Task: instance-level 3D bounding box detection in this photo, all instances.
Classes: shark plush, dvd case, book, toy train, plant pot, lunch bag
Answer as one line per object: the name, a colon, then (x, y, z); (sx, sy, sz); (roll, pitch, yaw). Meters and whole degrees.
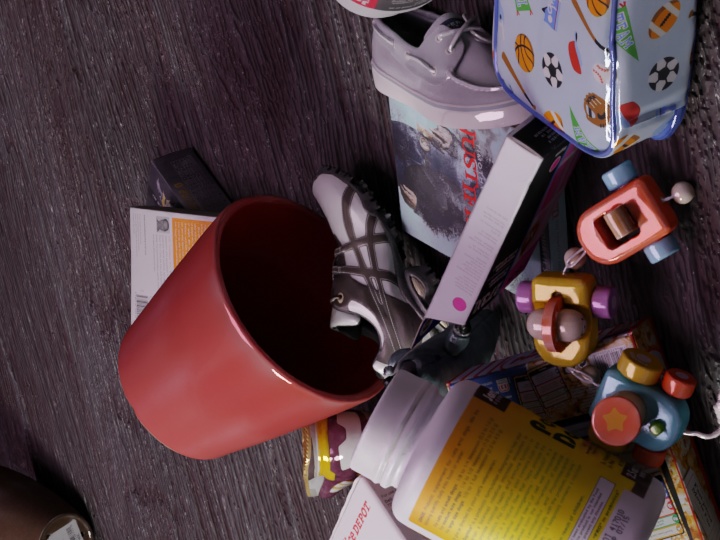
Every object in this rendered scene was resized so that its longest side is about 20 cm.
shark plush: (0.053, 0.061, 1.452); (0.091, 0.200, 0.083); (42, 100, 24)
dvd case: (0.088, -0.065, 1.478); (0.200, 0.022, 0.146); (31, 135, 48)
book: (-0.139, 0.012, 1.817); (0.200, 0.048, 0.134); (7, 99, 41)
toy train: (0.180, 0.038, 1.291); (0.150, 0.056, 0.200); (-27, 90, 31)
plant pot: (-0.458, 0.365, 2.647); (0.200, 0.187, 0.187); (0, 111, 46)
lunch bag: (0.144, -0.184, 1.234); (0.160, 0.075, 0.200); (46, 145, 45)
plant pot: (-0.100, 0.061, 1.662); (0.177, 0.200, 0.201); (-35, 77, 36)

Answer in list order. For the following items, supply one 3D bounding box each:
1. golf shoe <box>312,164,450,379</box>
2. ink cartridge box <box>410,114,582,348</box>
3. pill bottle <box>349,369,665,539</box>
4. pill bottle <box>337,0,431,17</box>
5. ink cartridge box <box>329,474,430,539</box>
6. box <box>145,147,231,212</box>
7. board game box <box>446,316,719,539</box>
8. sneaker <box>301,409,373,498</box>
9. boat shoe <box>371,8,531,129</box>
golf shoe: (0.000, 0.000, 1.592); (0.200, 0.094, 0.078); (54, 178, 28)
ink cartridge box: (0.100, -0.029, 1.356); (0.037, 0.095, 0.200); (36, 130, 13)
pill bottle: (0.097, 0.147, 1.316); (0.200, 0.109, 0.109); (28, 142, 7)
pill bottle: (0.024, -0.242, 1.342); (0.111, 0.111, 0.200); (65, 170, 6)
ink cartridge box: (0.068, 0.275, 1.696); (0.200, 0.084, 0.145); (55, 150, 23)
box: (-0.147, 0.003, 1.926); (0.200, 0.048, 0.158); (53, 150, 26)
board game box: (0.166, 0.150, 1.386); (0.151, 0.046, 0.200); (-17, 95, 29)
sneaker: (-0.006, 0.168, 1.769); (0.200, 0.090, 0.075); (79, -170, -81)
boat shoe: (0.068, -0.154, 1.408); (0.200, 0.072, 0.069); (38, 144, 59)
